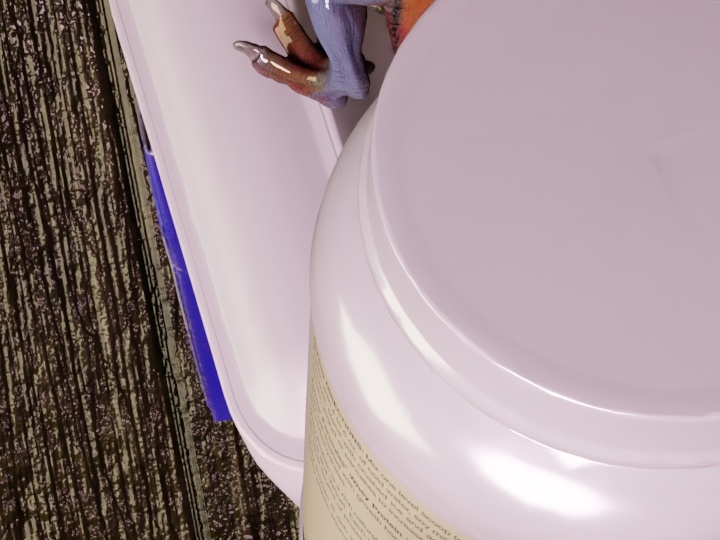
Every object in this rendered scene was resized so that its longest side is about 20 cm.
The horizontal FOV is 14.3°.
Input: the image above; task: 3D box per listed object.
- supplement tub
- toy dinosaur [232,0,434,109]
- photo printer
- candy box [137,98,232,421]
[{"bbox_3d":[0.058,0.027,0.682,0.200,0.144,0.146,94,167,-60],"label":"supplement tub"},{"bbox_3d":[0.036,-0.116,0.776,0.201,0.105,0.182,61,150,13],"label":"toy dinosaur"},{"bbox_3d":[0.000,0.000,0.900,0.166,0.069,0.201,37,-149,-60],"label":"photo printer"},{"bbox_3d":[0.023,-0.033,1.112,0.170,0.198,0.077,81,179,-51],"label":"candy box"}]
